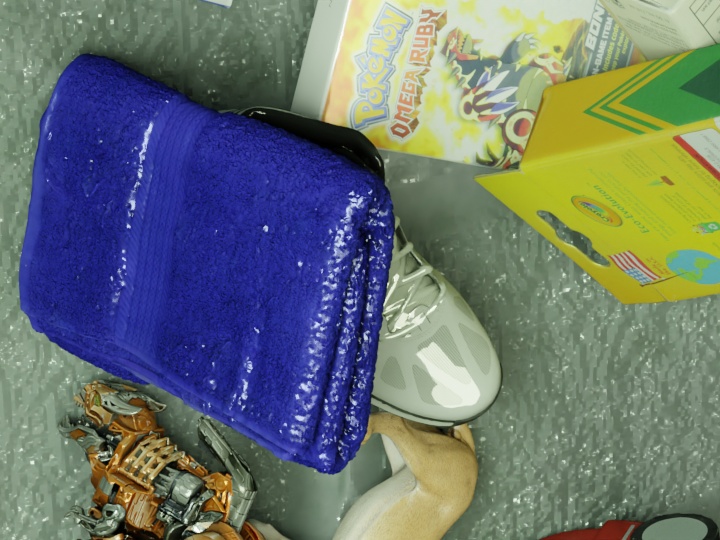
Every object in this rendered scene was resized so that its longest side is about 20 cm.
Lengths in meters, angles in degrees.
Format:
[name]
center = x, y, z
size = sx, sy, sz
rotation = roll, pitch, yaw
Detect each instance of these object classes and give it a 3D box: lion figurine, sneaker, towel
[lion figurine]
center = 0.011, 0.133, 1.473
size = 0.122, 0.072, 0.200
rotation = 36, 91, -29
[sneaker]
center = 0.000, 0.000, 1.371
size = 0.200, 0.115, 0.076
rotation = 43, 76, -10
[towel]
center = -0.076, -0.003, 1.328
size = 0.049, 0.200, 0.148
rotation = -17, 121, -47

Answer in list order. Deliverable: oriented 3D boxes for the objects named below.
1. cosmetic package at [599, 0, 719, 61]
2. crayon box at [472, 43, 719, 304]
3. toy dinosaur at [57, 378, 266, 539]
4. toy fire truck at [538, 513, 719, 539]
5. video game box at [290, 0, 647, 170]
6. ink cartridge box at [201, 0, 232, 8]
[cosmetic package]
center = 0.204, -0.114, 1.419
size = 0.104, 0.073, 0.200
rotation = -50, 132, -8
[crayon box]
center = 0.167, -0.046, 1.381
size = 0.127, 0.200, 0.051
rotation = 39, 57, -33
[toy dinosaur]
center = -0.090, 0.150, 1.398
size = 0.136, 0.200, 0.102
rotation = -45, 141, 21
[toy fire truck]
center = 0.079, 0.214, 1.498
size = 0.199, 0.176, 0.129
rotation = 1, 114, 25
[video game box]
center = 0.076, -0.148, 1.413
size = 0.182, 0.047, 0.201
rotation = 9, 105, -20
[ink cartridge box]
center = -0.155, -0.171, 1.299
size = 0.199, 0.094, 0.044
rotation = 13, 103, -22
